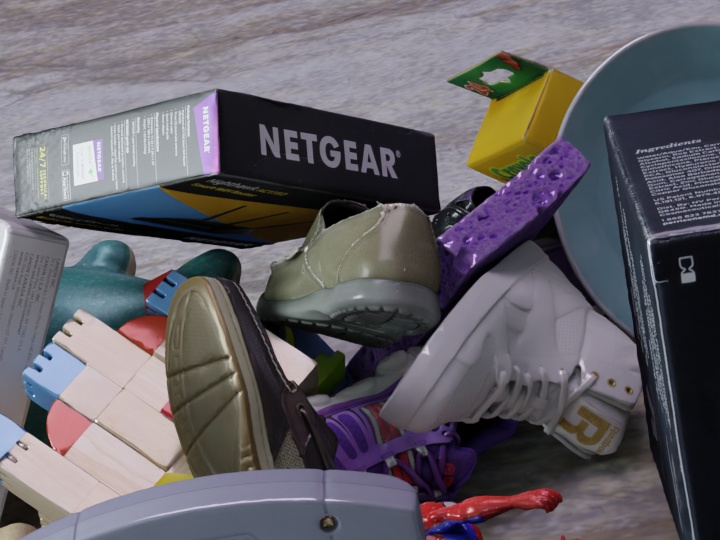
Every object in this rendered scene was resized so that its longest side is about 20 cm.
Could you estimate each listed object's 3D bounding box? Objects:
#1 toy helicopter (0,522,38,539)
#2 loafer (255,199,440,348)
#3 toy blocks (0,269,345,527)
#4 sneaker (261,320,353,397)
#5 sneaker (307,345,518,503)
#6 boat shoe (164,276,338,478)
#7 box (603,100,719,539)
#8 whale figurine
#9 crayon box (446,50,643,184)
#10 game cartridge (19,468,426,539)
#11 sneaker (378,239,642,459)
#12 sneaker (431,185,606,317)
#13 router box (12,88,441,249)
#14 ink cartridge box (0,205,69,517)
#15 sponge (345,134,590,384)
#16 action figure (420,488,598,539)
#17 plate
[{"bbox_3d":[-0.160,0.177,1.357,0.199,0.133,0.079,8,39,-7],"label":"toy helicopter"},{"bbox_3d":[0.000,0.000,1.507,0.075,0.070,0.200,14,-8,-20],"label":"loafer"},{"bbox_3d":[-0.121,0.079,1.489,0.136,0.100,0.200,33,64,18],"label":"toy blocks"},{"bbox_3d":[-0.092,0.075,1.656,0.200,0.078,0.066,-13,57,40],"label":"sneaker"},{"bbox_3d":[0.014,0.102,1.492,0.083,0.081,0.200,19,38,34],"label":"sneaker"},{"bbox_3d":[-0.044,0.097,1.398,0.065,0.201,0.073,-10,-11,-35],"label":"boat shoe"},{"bbox_3d":[0.200,0.033,1.393,0.117,0.198,0.200,-10,20,1],"label":"box"},{"bbox_3d":[-0.161,0.041,1.607,0.199,0.104,0.160,-22,48,34],"label":"whale figurine"},{"bbox_3d":[0.149,-0.067,1.691,0.199,0.051,0.127,24,-10,-10],"label":"crayon box"},{"bbox_3d":[-0.063,0.160,1.289,0.199,0.134,0.041,-9,28,4],"label":"game cartridge"},{"bbox_3d":[0.094,0.060,1.489,0.116,0.074,0.200,41,32,6],"label":"sneaker"},{"bbox_3d":[0.063,-0.015,1.748,0.199,0.088,0.076,1,23,29],"label":"sneaker"},{"bbox_3d":[-0.072,-0.053,1.534,0.149,0.051,0.200,-10,-11,36],"label":"router box"},{"bbox_3d":[-0.245,0.056,1.575,0.045,0.201,0.176,12,6,-35],"label":"ink cartridge box"},{"bbox_3d":[0.056,0.005,1.590,0.112,0.030,0.200,-41,-8,-31],"label":"sponge"},{"bbox_3d":[0.081,0.150,1.339,0.099,0.065,0.200,-22,22,-5],"label":"action figure"},{"bbox_3d":[0.204,-0.046,1.624,0.199,0.201,0.026,-16,0,-14],"label":"plate"}]
